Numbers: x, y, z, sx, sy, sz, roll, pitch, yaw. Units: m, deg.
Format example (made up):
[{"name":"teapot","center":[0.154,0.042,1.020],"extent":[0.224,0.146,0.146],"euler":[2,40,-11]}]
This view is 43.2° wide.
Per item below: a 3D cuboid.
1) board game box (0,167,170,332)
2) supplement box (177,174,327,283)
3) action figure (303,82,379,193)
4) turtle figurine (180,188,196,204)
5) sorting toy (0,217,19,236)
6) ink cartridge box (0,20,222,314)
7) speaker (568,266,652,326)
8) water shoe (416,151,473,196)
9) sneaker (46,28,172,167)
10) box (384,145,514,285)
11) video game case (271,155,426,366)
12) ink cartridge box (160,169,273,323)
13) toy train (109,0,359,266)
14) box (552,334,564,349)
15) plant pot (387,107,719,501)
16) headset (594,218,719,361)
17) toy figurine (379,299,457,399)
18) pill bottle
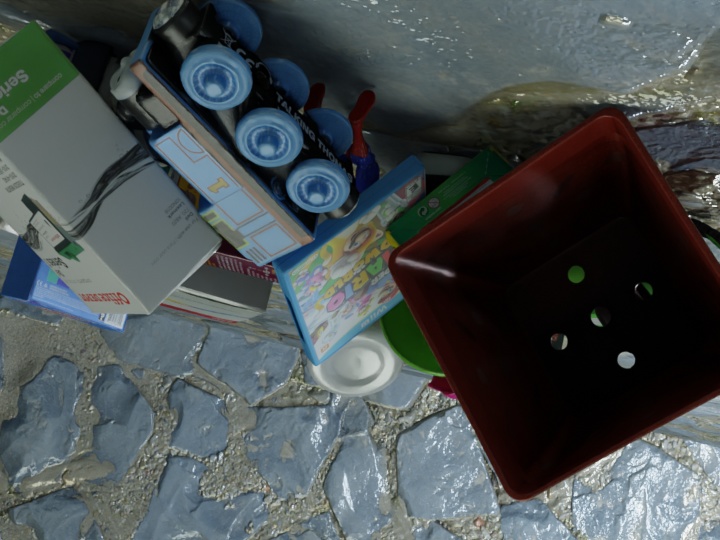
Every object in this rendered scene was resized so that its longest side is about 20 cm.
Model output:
[{"name":"board game box","center":[-0.292,-0.048,0.989],"extent":[0.044,0.203,0.152],"euler":[9,168,27]},{"name":"supplement box","center":[-0.097,-0.051,0.966],"extent":[0.197,0.112,0.086],"euler":[14,169,-2]},{"name":"action figure","center":[0.006,-0.094,0.784],"extent":[0.064,0.100,0.201],"euler":[13,147,17]},{"name":"turtle figurine","center":[-0.254,-0.103,0.848],"extent":[0.199,0.101,0.149],"euler":[36,177,-36]},{"name":"sorting toy","center":[-0.459,-0.092,1.280],"extent":[0.178,0.108,0.199],"euler":[15,172,34]},{"name":"ink cartridge box","center":[-0.216,-0.064,0.674],"extent":[0.201,0.084,0.145],"euler":[51,154,-20]},{"name":"speaker","center":[0.240,0.013,0.935],"extent":[0.088,0.090,0.199],"euler":[22,167,-37]},{"name":"water shoe","center":[0.091,-0.046,0.842],"extent":[0.070,0.080,0.200],"euler":[9,168,19]},{"name":"sneaker","center":[-0.189,-0.139,0.718],"extent":[0.145,0.082,0.199],"euler":[23,165,-37]},{"name":"box","center":[0.102,-0.008,0.809],"extent":[0.048,0.117,0.200],"euler":[50,177,31]},{"name":"video game case","center":[0.000,0.000,0.784],"extent":[0.018,0.143,0.201],"euler":[47,166,23]},{"name":"ink cartridge box","center":[-0.184,-0.026,1.107],"extent":[0.143,0.147,0.200],"euler":[16,169,-15]},{"name":"toy train","center":[-0.086,-0.095,0.634],"extent":[0.113,0.087,0.200],"euler":[-26,129,26]},{"name":"box","center":[0.214,0.106,1.129],"extent":[0.037,0.203,0.137],"euler":[14,170,-1]},{"name":"plant pot","center":[0.171,0.031,0.698],"extent":[0.199,0.202,0.176],"euler":[-33,164,17]},{"name":"headset","center":[0.240,0.000,0.802],"extent":[0.093,0.125,0.199],"euler":[25,-175,-43]},{"name":"toy figurine","center":[0.095,0.061,1.017],"extent":[0.149,0.201,0.185],"euler":[-26,150,-5]},{"name":"pill bottle","center":[-0.010,0.040,1.073],"extent":[0.110,0.201,0.113],"euler":[-2,131,-2]}]
